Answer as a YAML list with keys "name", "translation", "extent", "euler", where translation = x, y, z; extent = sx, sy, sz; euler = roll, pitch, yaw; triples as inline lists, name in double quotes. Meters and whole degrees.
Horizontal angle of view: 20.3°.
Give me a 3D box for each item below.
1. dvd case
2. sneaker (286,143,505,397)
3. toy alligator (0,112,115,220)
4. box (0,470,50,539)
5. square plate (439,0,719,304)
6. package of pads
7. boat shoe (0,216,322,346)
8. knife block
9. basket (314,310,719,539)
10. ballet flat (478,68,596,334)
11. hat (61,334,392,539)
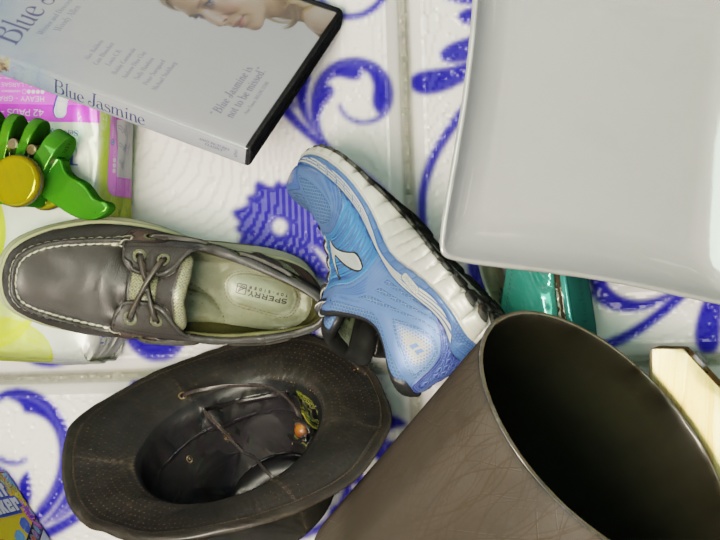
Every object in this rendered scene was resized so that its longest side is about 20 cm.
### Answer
- name: "dvd case"
  translation: [-0.128, -0.145, 1.221]
  extent: [0.199, 0.018, 0.143]
  euler: [20, 49, 11]
- name: "sneaker"
  translation: [0.000, 0.000, 1.172]
  extent: [0.089, 0.079, 0.200]
  euler: [-46, 42, 6]
- name: "toy alligator"
  translation: [-0.238, -0.072, 1.200]
  extent: [0.199, 0.059, 0.054]
  euler: [11, 91, 13]
- name: "box"
  translation: [-0.267, 0.261, 1.240]
  extent: [0.200, 0.122, 0.193]
  euler: [-36, 81, 9]
- name: "square plate"
  translation: [0.143, -0.090, 1.159]
  extent: [0.199, 0.028, 0.199]
  euler: [9, 86, -21]
- name: "package of pads"
  translation: [-0.219, -0.043, 1.261]
  extent: [0.154, 0.068, 0.201]
  euler: [3, 90, 13]
- name: "boat shoe"
  translation: [-0.113, 0.009, 1.197]
  extent: [0.200, 0.066, 0.072]
  euler: [6, 92, -19]
- name: "knife block"
  translation: [0.188, 0.167, 1.174]
  extent: [0.176, 0.064, 0.200]
  euler: [-44, 81, 7]
- name: "basket"
  translation: [0.072, 0.140, 1.133]
  extent: [0.180, 0.136, 0.200]
  euler: [38, 129, -15]
- name: "ballet flat"
  translation: [0.099, -0.040, 1.198]
  extent: [0.070, 0.067, 0.201]
  euler: [-3, 86, 26]
- name: "hat"
  translation: [-0.075, 0.123, 1.199]
  extent: [0.200, 0.201, 0.081]
  euler: [-1, 124, 12]
